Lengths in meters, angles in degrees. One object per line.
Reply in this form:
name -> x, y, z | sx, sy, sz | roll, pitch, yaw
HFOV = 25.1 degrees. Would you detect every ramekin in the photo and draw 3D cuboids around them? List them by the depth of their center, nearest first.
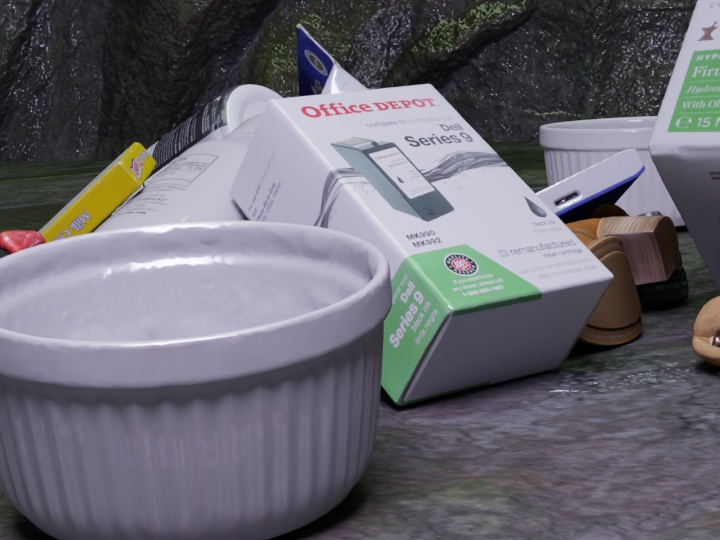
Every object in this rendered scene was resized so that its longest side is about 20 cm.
ramekin -> -0.083, 0.051, 0.750 | 0.200, 0.105, 0.200 | -3, 15, 1
ramekin -> 0.292, -0.106, 1.721 | 0.200, 0.105, 0.200 | -3, 9, 0

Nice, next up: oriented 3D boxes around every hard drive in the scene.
hard drive -> 0.160, -0.046, 1.353 | 0.132, 0.025, 0.200 | -26, -7, -3

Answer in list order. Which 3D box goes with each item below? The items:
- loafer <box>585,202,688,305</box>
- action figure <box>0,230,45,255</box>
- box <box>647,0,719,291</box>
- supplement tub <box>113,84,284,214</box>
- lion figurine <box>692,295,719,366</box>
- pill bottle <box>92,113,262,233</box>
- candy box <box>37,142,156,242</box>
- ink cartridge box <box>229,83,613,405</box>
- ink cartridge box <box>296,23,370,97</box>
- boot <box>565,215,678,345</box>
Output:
loafer -> 0.206, -0.020, 1.317 | 0.073, 0.072, 0.200 | -7, 8, -19
action figure -> -0.126, 0.049, 0.921 | 0.099, 0.065, 0.200 | 11, 20, -49
box -> 0.340, -0.090, 1.127 | 0.199, 0.171, 0.200 | 2, -34, 34
supplement tub -> -0.132, -0.052, 1.305 | 0.200, 0.123, 0.122 | -33, -9, 32
lion figurine -> 0.263, 0.022, 1.019 | 0.200, 0.073, 0.122 | -15, 6, -37
pill bottle -> -0.098, -0.024, 1.097 | 0.114, 0.114, 0.200 | 2, 32, 30
candy box -> -0.222, -0.007, 1.103 | 0.200, 0.026, 0.102 | -42, 12, 8
ink cartridge box -> 0.034, -0.023, 1.012 | 0.146, 0.084, 0.200 | -10, 49, -40
ink cartridge box -> 0.010, -0.086, 1.310 | 0.041, 0.200, 0.200 | -46, -11, -13
boot -> 0.128, 0.009, 1.165 | 0.155, 0.077, 0.200 | -9, 19, 30
